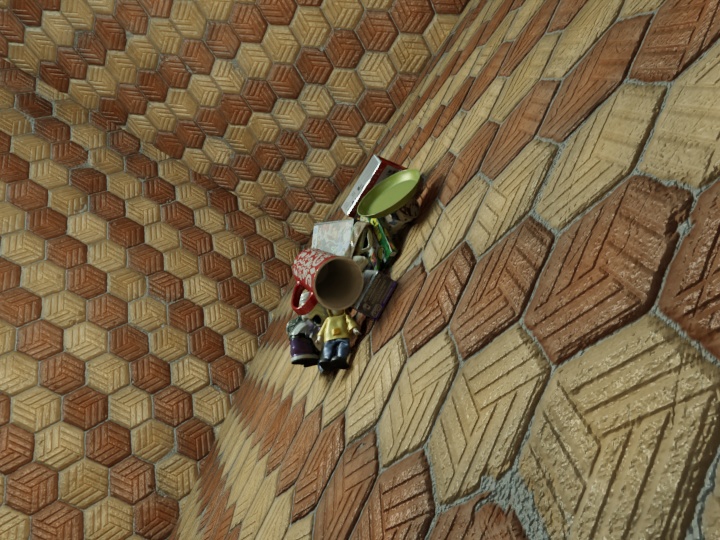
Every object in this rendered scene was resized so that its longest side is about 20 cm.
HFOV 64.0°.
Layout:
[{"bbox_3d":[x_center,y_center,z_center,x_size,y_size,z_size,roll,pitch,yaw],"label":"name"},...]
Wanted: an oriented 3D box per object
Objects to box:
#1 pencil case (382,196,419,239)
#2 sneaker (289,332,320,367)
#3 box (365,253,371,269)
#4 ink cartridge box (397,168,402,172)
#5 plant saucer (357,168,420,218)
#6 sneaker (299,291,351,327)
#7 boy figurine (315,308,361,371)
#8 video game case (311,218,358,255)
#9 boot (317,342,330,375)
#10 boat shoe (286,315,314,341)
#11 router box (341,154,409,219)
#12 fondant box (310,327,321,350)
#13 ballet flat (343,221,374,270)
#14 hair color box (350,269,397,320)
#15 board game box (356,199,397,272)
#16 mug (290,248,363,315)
[{"bbox_3d":[0.087,-0.127,1.632,0.200,0.077,0.090,-49,15,47],"label":"pencil case"},{"bbox_3d":[-0.145,0.219,1.622,0.200,0.075,0.088,52,-156,-72],"label":"sneaker"},{"bbox_3d":[0.000,0.000,1.722,0.200,0.040,0.138,-84,9,-65],"label":"box"},{"bbox_3d":[0.099,-0.197,1.743,0.095,0.037,0.201,51,119,35],"label":"ink cartridge box"},{"bbox_3d":[0.082,-0.201,1.556,0.199,0.031,0.201,-30,25,16],"label":"plant saucer"},{"bbox_3d":[-0.100,0.127,1.610,0.075,0.199,0.082,-26,56,31],"label":"sneaker"},{"bbox_3d":[-0.054,0.154,1.470,0.123,0.065,0.201,-10,53,22],"label":"boy figurine"},{"bbox_3d":[-0.085,-0.058,1.733,0.199,0.025,0.183,-1,80,50],"label":"video game case"},{"bbox_3d":[-0.094,0.219,1.583,0.097,0.074,0.200,-58,12,-3],"label":"boot"},{"bbox_3d":[-0.190,0.181,1.726,0.200,0.070,0.073,-33,-44,-80],"label":"boat shoe"},{"bbox_3d":[0.064,-0.242,1.789,0.201,0.179,0.049,-57,46,22],"label":"router box"},{"bbox_3d":[-0.111,0.167,1.847,0.145,0.058,0.201,-55,13,27],"label":"fondant box"},{"bbox_3d":[-0.006,-0.048,1.562,0.067,0.068,0.202,0,66,33],"label":"ballet flat"},{"bbox_3d":[0.022,0.059,1.489,0.110,0.064,0.200,-60,9,-4],"label":"hair color box"},{"bbox_3d":[0.040,-0.093,1.615,0.105,0.023,0.201,-58,42,39],"label":"board game box"},{"bbox_3d":[-0.112,0.017,1.466,0.200,0.176,0.135,27,131,62],"label":"mug"}]
